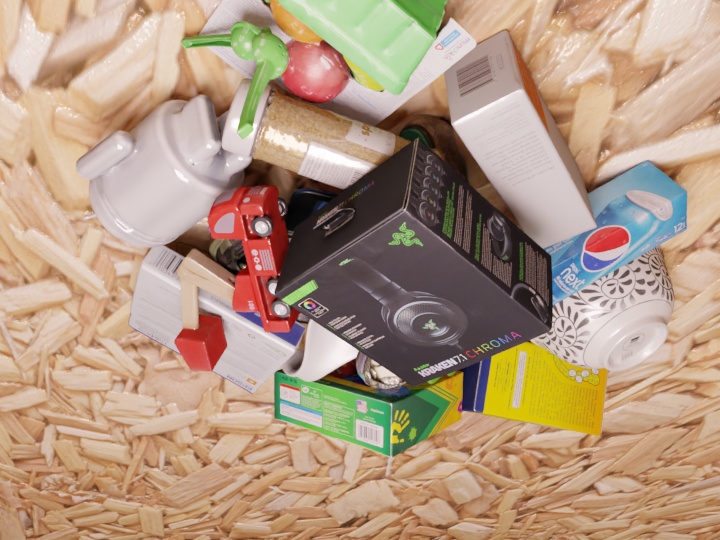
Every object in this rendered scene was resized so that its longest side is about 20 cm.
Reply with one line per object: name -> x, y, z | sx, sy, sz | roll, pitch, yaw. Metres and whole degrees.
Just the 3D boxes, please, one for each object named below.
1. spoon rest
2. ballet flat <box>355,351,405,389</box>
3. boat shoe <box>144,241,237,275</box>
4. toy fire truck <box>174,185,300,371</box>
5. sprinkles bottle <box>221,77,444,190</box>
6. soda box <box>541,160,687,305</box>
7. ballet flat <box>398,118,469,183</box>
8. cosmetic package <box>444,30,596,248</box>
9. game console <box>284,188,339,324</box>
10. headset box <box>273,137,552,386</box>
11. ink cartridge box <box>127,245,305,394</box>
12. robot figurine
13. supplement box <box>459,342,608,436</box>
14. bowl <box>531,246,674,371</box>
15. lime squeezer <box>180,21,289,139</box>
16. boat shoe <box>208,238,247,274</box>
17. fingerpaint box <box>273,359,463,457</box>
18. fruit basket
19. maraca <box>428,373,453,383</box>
spoon rest -> -0.037, 0.086, 0.819 | 0.099, 0.061, 0.200 | 21, 143, -25
ballet flat -> 0.088, 0.080, 0.758 | 0.200, 0.072, 0.072 | -26, 135, 4
boat shoe -> -0.181, 0.023, 0.879 | 0.200, 0.071, 0.069 | 21, 139, -9
toy fire truck -> -0.133, 0.011, 0.687 | 0.141, 0.049, 0.200 | -1, 120, 15
sprinkles bottle -> -0.024, -0.113, 0.631 | 0.200, 0.068, 0.068 | 18, 137, -11
soda box -> 0.255, -0.036, 0.750 | 0.200, 0.068, 0.064 | -30, 136, 0
ballet flat -> 0.100, -0.067, 0.714 | 0.068, 0.067, 0.200 | -4, 109, 43
cosmetic package -> 0.161, -0.123, 0.677 | 0.071, 0.102, 0.200 | -23, 135, 24
game console -> 0.000, 0.000, 0.802 | 0.200, 0.118, 0.171 | 10, 98, -10
headset box -> 0.046, 0.000, 0.624 | 0.200, 0.093, 0.174 | 37, 134, -26
ink cartridge box -> -0.184, 0.067, 0.834 | 0.199, 0.041, 0.200 | 31, 148, -9
robot figurine -> -0.201, -0.097, 0.702 | 0.200, 0.113, 0.170 | -29, 150, 30
supplement box -> 0.236, 0.162, 0.974 | 0.200, 0.110, 0.109 | 14, 169, -15
bowl -> 0.317, 0.063, 0.849 | 0.201, 0.094, 0.201 | -14, 137, -13
lime squeezer -> -0.098, -0.175, 0.569 | 0.071, 0.200, 0.038 | -48, 134, 12
boat shoe -> -0.127, -0.025, 0.771 | 0.072, 0.066, 0.201 | -28, 170, -19
fingerpaint box -> 0.011, 0.167, 0.917 | 0.200, 0.073, 0.167 | 8, -169, 39
fruit basket -> -0.027, -0.209, 0.607 | 0.185, 0.094, 0.200 | 33, 151, -22
maraca -> 0.138, 0.055, 0.845 | 0.200, 0.107, 0.137 | -51, 140, -3
